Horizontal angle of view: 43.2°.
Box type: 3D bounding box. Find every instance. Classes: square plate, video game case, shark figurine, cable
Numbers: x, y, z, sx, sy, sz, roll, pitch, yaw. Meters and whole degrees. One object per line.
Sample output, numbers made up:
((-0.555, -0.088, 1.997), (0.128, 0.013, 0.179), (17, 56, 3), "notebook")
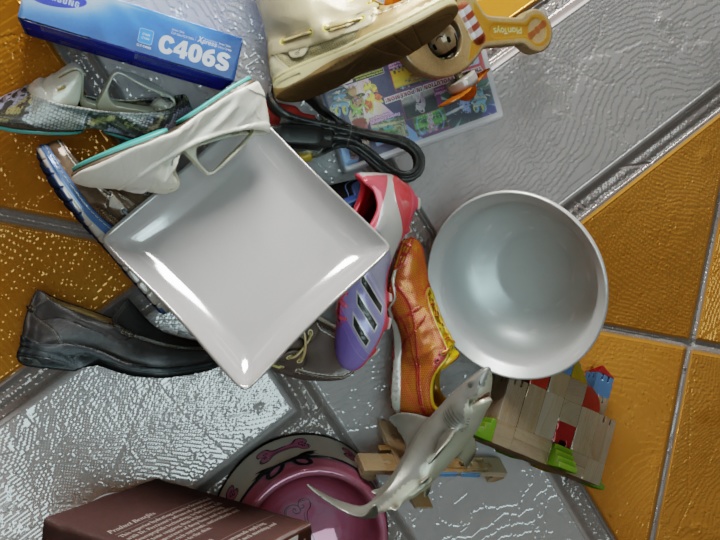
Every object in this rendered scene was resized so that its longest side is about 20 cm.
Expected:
((-0.106, -0.022, 0.863), (0.200, 0.029, 0.198), (44, 71, 9), "square plate")
((0.043, -0.224, 0.979), (0.197, 0.023, 0.186), (-20, 100, -15), "video game case")
((0.046, 0.186, 0.933), (0.214, 0.089, 0.129), (-39, 148, -21), "shark figurine")
((-0.030, -0.140, 0.945), (0.196, 0.050, 0.099), (6, 79, -11), "cable")

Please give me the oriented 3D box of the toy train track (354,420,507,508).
((0.077, 0.224, 1.008), (0.197, 0.116, 0.033), (9, 127, -31), "toy train track")

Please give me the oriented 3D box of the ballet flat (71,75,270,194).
((-0.167, -0.111, 0.844), (0.198, 0.069, 0.070), (-31, 103, -17), "ballet flat")

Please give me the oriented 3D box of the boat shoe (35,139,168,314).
((-0.233, -0.054, 0.892), (0.072, 0.072, 0.201), (-42, 115, -14), "boat shoe")

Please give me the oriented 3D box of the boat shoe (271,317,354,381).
((-0.085, 0.069, 0.947), (0.197, 0.059, 0.073), (26, 87, -17), "boat shoe")

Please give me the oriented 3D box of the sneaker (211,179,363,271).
((-0.075, -0.061, 0.934), (0.198, 0.070, 0.079), (-27, 72, -27), "sneaker")

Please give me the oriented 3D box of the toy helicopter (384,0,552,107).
((0.123, -0.240, 0.955), (0.197, 0.078, 0.135), (-8, 92, -28), "toy helicopter")

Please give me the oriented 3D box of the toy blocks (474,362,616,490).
((0.217, 0.152, 1.038), (0.197, 0.100, 0.139), (23, 77, -17), "toy blocks")

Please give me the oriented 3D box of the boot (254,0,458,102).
((-0.015, -0.271, 0.881), (0.197, 0.073, 0.158), (-21, 81, 21), "boot")

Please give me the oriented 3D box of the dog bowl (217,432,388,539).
((-0.058, 0.282, 0.968), (0.196, 0.074, 0.205), (-2, 95, -17), "dog bowl")

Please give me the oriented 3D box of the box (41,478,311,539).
((-0.171, 0.311, 0.843), (0.196, 0.165, 0.168), (7, 95, 28), "box")

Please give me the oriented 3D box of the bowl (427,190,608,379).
((0.178, 0.007, 0.984), (0.198, 0.090, 0.205), (8, 108, 27), "bowl")

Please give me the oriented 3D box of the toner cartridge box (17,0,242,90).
((-0.216, -0.222, 0.863), (0.196, 0.095, 0.044), (13, 90, -18), "toner cartridge box")

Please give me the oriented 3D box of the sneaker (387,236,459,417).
((0.069, 0.063, 0.979), (0.076, 0.073, 0.204), (-1, 106, 19), "sneaker")

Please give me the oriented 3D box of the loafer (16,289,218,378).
((-0.233, 0.064, 0.898), (0.196, 0.073, 0.074), (7, 89, -18), "loafer")

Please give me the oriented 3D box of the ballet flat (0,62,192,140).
((-0.254, -0.161, 0.868), (0.196, 0.072, 0.074), (5, 94, -22), "ballet flat")

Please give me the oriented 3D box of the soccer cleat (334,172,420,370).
((0.000, 0.000, 0.920), (0.075, 0.066, 0.204), (13, 97, -36), "soccer cleat")
